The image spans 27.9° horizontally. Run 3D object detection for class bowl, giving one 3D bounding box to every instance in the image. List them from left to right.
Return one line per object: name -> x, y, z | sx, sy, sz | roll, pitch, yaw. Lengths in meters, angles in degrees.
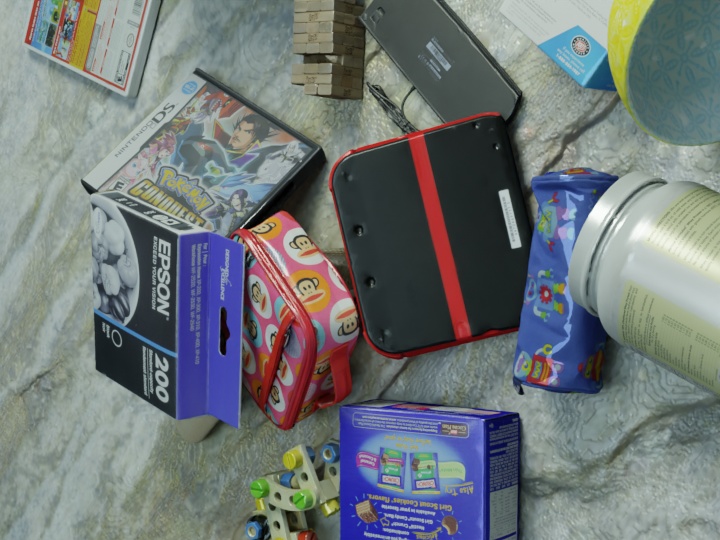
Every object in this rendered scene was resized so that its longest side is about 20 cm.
bowl -> 0.269, -0.209, 1.140 | 0.201, 0.199, 0.108 | -57, 41, 24

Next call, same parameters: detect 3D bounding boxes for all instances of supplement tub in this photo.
supplement tub -> 0.280, 0.017, 1.150 | 0.199, 0.144, 0.146 | 31, 109, 33

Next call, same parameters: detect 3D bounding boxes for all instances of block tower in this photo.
block tower -> -0.030, -0.274, 1.437 | 0.054, 0.058, 0.203 | 5, 93, 36

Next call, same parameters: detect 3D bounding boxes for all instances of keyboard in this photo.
keyboard -> 0.063, -0.186, 1.391 | 0.127, 0.021, 0.201 | -47, 63, 22

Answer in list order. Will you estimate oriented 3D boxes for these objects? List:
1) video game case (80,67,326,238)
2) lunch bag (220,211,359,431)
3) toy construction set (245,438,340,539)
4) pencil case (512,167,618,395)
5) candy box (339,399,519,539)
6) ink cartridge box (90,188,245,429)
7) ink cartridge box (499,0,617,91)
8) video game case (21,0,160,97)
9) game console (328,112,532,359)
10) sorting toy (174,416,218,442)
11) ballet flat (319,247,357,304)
video game case -> -0.165, -0.104, 1.498 | 0.199, 0.026, 0.181 | 34, 71, 32
lunch bag -> -0.068, 0.061, 1.418 | 0.177, 0.081, 0.201 | 53, 150, 23
toy construction set -> -0.055, 0.276, 1.456 | 0.130, 0.092, 0.202 | -16, 71, 38
pencil case -> 0.179, 0.010, 1.270 | 0.086, 0.077, 0.203 | 11, 99, 51
candy box -> 0.064, 0.230, 1.366 | 0.168, 0.077, 0.203 | 2, 91, 36
ink cartridge box -> -0.194, 0.041, 1.432 | 0.199, 0.043, 0.200 | 22, 118, 39
ink cartridge box -> 0.223, -0.268, 1.234 | 0.116, 0.068, 0.201 | 47, 118, 26
video game case -> -0.312, -0.300, 1.678 | 0.199, 0.017, 0.144 | 27, 108, 34
game console -> 0.070, -0.030, 1.339 | 0.175, 0.031, 0.202 | -14, 88, 7
sorting toy -> -0.200, 0.072, 1.541 | 0.202, 0.036, 0.185 | 66, 153, 14
ballet flat -> 0.000, 0.000, 1.434 | 0.199, 0.046, 0.068 | -15, 92, 42
